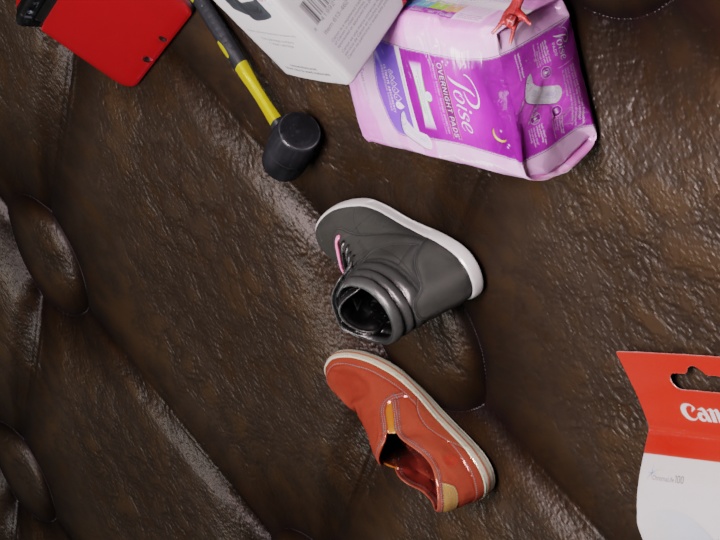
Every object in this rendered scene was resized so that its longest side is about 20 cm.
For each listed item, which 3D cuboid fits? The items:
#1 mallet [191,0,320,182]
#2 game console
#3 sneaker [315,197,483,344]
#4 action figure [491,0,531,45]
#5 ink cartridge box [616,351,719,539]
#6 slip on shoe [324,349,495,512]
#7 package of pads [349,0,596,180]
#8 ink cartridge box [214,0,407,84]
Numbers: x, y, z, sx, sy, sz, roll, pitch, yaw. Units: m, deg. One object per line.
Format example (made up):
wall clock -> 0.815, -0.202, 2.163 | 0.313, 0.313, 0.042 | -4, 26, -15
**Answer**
mallet -> -0.100, -0.164, 1.704 | 0.200, 0.041, 0.066 | 55, 153, 20
game console -> -0.236, -0.286, 1.821 | 0.200, 0.118, 0.173 | 143, 127, -60
sneaker -> 0.000, 0.000, 1.620 | 0.200, 0.099, 0.071 | 22, 135, 50
action figure -> 0.067, -0.226, 1.284 | 0.200, 0.099, 0.065 | 28, 163, 6
ink cartridge box -> 0.253, 0.157, 1.416 | 0.160, 0.047, 0.200 | 1, 118, 57
slip on shoe -> 0.031, 0.137, 1.732 | 0.200, 0.061, 0.074 | 42, 147, 32
package of pads -> 0.069, -0.139, 1.417 | 0.200, 0.076, 0.121 | 19, 133, 50
ink cartridge box -> -0.050, -0.247, 1.356 | 0.083, 0.146, 0.200 | 15, 157, 51
